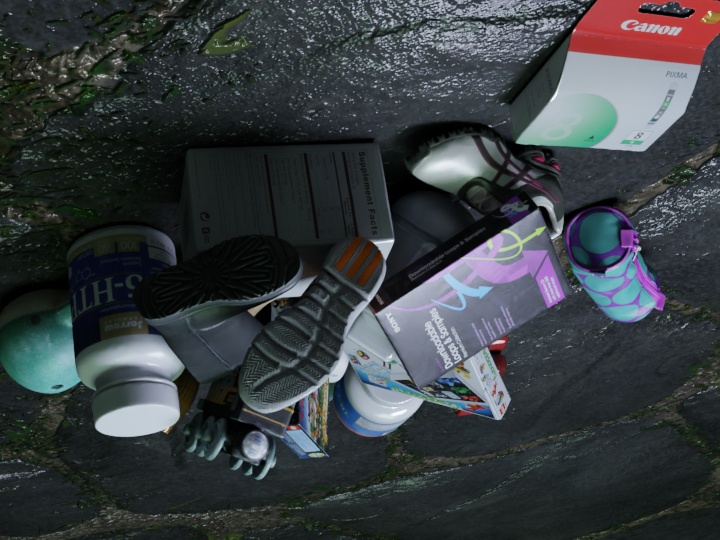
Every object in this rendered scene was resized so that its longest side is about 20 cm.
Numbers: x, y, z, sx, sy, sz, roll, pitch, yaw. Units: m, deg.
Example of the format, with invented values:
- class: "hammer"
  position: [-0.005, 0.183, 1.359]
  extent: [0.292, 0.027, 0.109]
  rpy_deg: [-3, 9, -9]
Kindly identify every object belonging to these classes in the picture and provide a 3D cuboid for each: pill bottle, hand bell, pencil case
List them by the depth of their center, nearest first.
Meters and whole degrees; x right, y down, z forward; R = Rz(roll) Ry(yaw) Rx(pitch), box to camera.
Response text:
- class: "pill bottle"
  position: [-0.246, 0.066, 1.465]
  extent: [0.118, 0.202, 0.120]
  rpy_deg: [-9, 155, -4]
- class: "hand bell"
  position: [-0.170, 0.087, 1.517]
  extent: [0.103, 0.202, 0.104]
  rpy_deg: [26, 169, 5]
- class: "pencil case"
  position: [0.310, -0.004, 1.681]
  extent: [0.091, 0.086, 0.200]
  rpy_deg: [10, 165, 25]
- class: "pill bottle"
  position: [0.028, 0.151, 1.824]
  extent: [0.111, 0.114, 0.200]
  rpy_deg: [-6, 165, -11]

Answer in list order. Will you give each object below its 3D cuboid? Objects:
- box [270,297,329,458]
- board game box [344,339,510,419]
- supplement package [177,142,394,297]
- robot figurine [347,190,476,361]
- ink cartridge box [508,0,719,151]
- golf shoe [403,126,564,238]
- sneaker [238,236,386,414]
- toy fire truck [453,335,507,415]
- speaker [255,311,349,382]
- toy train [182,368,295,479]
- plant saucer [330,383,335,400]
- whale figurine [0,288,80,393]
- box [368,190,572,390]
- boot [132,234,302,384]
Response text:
- class: "box"
  position: [-0.070, 0.104, 1.616]
  extent: [0.037, 0.202, 0.137]
  rpy_deg: [-5, 157, 12]
- class: "board game box"
  position: [0.067, 0.104, 1.598]
  extent: [0.198, 0.035, 0.127]
  rpy_deg: [12, 147, 33]
- class: "supplement package"
  position: [-0.078, -0.048, 1.392]
  extent: [0.197, 0.119, 0.117]
  rpy_deg: [-3, 153, -14]
- class: "robot figurine"
  position: [0.058, -0.002, 1.496]
  extent: [0.112, 0.201, 0.170]
  rpy_deg: [32, -177, -5]
- class: "ink cartridge box"
  position: [0.256, -0.186, 1.323]
  extent: [0.159, 0.051, 0.200]
  rpy_deg: [1, 155, -24]
- class: "golf shoe"
  position: [0.137, -0.090, 1.428]
  extent: [0.198, 0.089, 0.077]
  rpy_deg: [8, 147, -33]
- class: "sneaker"
  position: [-0.046, 0.066, 1.315]
  extent: [0.200, 0.077, 0.112]
  rpy_deg: [-49, 174, -23]
- class: "toy fire truck"
  position: [0.138, 0.066, 1.658]
  extent: [0.111, 0.170, 0.200]
  rpy_deg: [-3, 154, -16]
- class: "speaker"
  position: [-0.115, 0.093, 1.717]
  extent: [0.198, 0.082, 0.081]
  rpy_deg: [9, 149, -34]
- class: "toy train"
  position: [-0.130, 0.157, 1.497]
  extent: [0.085, 0.115, 0.200]
  rpy_deg: [25, 170, -17]
- class: "plant saucer"
  position: [-0.107, 0.173, 1.941]
  extent: [0.198, 0.039, 0.202]
  rpy_deg: [-10, 155, -5]
- class: "whale figurine"
  position: [-0.317, 0.082, 1.586]
  extent: [0.197, 0.105, 0.160]
  rpy_deg: [-6, 154, -10]
- class: "box"
  position: [0.114, 0.025, 1.429]
  extent: [0.199, 0.036, 0.143]
  rpy_deg: [-32, 135, 0]
- class: "boot"
  position: [-0.118, 0.044, 1.353]
  extent: [0.163, 0.066, 0.200]
  rpy_deg: [-13, 154, 5]
